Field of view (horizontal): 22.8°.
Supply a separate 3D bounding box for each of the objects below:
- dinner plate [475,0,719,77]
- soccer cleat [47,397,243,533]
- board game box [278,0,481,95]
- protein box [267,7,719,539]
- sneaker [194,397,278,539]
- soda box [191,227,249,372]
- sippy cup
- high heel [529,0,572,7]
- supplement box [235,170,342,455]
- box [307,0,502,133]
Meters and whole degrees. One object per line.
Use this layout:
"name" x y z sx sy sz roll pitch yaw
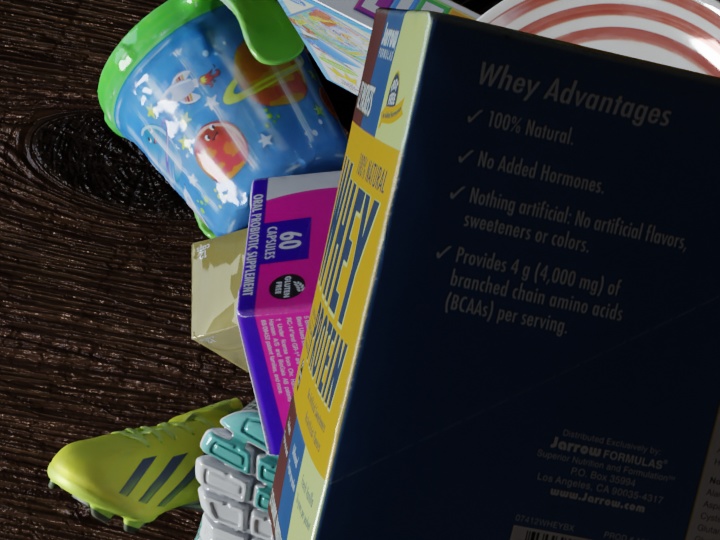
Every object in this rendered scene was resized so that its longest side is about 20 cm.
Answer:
"dinner plate" 0.103 -0.026 0.759 0.024 0.199 0.201 0 -76 -59
"soccer cleat" -0.109 0.109 1.065 0.200 0.065 0.084 12 -74 -56
"board game box" 0.052 -0.102 0.956 0.034 0.199 0.135 -57 -21 -9
"protein box" 0.085 0.027 0.629 0.135 0.197 0.201 -126 49 -79
"sneaker" -0.061 0.150 1.037 0.091 0.077 0.201 -59 -11 -59
"soda box" 0.000 0.000 1.035 0.068 0.199 0.064 36 -136 -53
"sippy cup" -0.073 -0.087 1.097 0.131 0.139 0.178 56 -173 20
"high heel" 0.107 -0.158 0.861 0.200 0.067 0.097 -66 -21 -46
"supplement box" 0.048 0.015 0.869 0.102 0.199 0.104 -88 -9 -49
"box" 0.069 -0.180 1.130 0.200 0.079 0.141 -35 -18 -27
